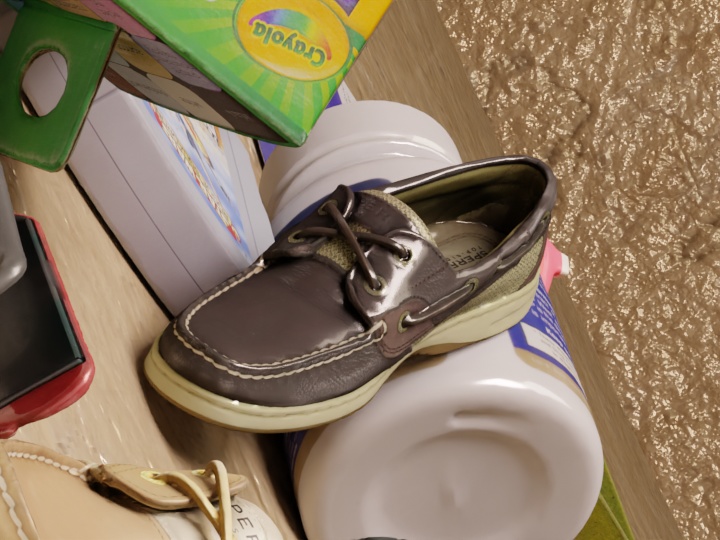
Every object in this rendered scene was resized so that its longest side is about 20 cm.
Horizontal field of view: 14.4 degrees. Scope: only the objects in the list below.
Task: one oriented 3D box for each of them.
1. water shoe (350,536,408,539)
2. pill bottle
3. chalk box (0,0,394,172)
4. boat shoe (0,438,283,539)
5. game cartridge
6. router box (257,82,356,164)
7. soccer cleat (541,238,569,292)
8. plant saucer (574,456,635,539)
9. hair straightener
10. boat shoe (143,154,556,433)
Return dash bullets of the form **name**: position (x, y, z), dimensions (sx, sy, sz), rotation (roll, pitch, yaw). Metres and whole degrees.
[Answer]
- **water shoe**: position (0.023, 0.170, 0.999), dimensions (0.200, 0.071, 0.079), rotation (58, 38, -48)
- **pill bottle**: position (0.018, 0.025, 1.152), dimensions (0.120, 0.119, 0.200), rotation (58, 11, -40)
- **chalk box**: position (-0.059, -0.124, 0.868), dimensions (0.124, 0.200, 0.124), rotation (39, -11, -34)
- **boat shoe**: position (-0.050, 0.079, 0.719), dimensions (0.074, 0.066, 0.200), rotation (68, 9, 24)
- **game cartridge**: position (-0.081, -0.055, 1.058), dimensions (0.200, 0.041, 0.133), rotation (58, 6, -40)
- **router box**: position (0.019, 0.023, 1.418), dimensions (0.180, 0.049, 0.200), rotation (57, 11, -46)
- **soccer cleat**: position (0.035, 0.058, 1.248), dimensions (0.076, 0.067, 0.200), rotation (25, 60, -15)
- **plant saucer**: position (0.102, 0.076, 1.815), dimensions (0.200, 0.048, 0.200), rotation (57, 10, -44)
- **hair straightener**: position (-0.113, -0.039, 0.751), dimensions (0.077, 0.041, 0.200), rotation (60, 6, -33)
- **boat shoe**: position (0.000, 0.000, 1.010), dimensions (0.073, 0.065, 0.200), rotation (33, 32, 23)
